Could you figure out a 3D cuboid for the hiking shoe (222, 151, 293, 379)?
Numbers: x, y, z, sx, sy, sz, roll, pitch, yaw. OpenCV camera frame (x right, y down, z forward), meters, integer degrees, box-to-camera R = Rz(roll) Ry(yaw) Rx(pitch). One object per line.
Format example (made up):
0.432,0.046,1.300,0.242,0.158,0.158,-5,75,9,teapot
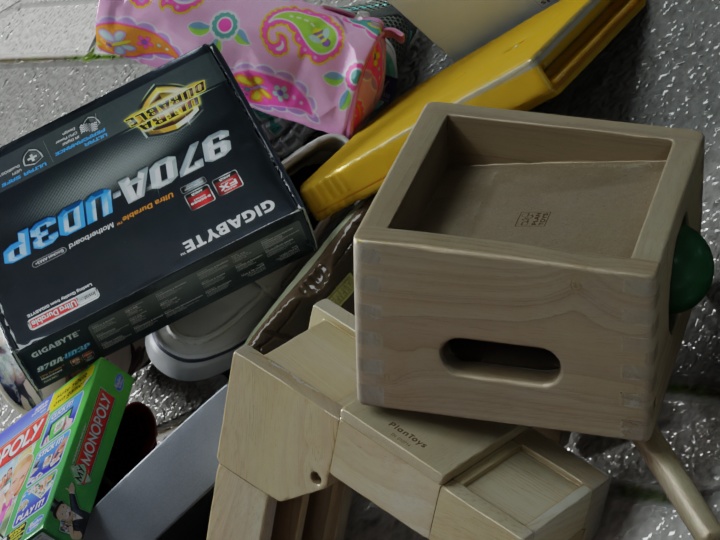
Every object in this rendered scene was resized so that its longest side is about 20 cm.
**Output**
-0.075,-0.006,1.765,0.087,0.074,0.200,-39,33,21,hiking shoe

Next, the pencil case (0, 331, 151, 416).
-0.184,0.040,1.771,0.077,0.090,0.200,-14,5,11,pencil case

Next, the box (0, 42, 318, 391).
-0.146,-0.036,1.662,0.199,0.046,0.159,-26,53,-3,box

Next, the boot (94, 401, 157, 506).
-0.172,0.119,1.723,0.144,0.072,0.200,-49,15,21,boot

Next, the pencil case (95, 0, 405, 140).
-0.075,-0.153,1.758,0.087,0.199,0.088,20,-90,-82,pencil case

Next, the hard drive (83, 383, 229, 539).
-0.094,0.128,1.597,0.200,0.135,0.042,-44,73,31,hard drive

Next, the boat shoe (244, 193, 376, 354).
0.000,0.000,1.668,0.200,0.072,0.076,-40,7,-3,boat shoe

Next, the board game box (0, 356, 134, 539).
-0.220,0.151,1.637,0.200,0.029,0.135,-36,29,40,board game box

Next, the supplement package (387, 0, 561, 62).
0.062,-0.281,1.757,0.147,0.200,0.192,-31,35,30,supplement package

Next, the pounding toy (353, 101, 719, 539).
0.108,0.024,1.402,0.199,0.143,0.184,7,32,14,pounding toy

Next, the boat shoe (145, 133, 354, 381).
-0.065,-0.013,1.694,0.200,0.072,0.066,-43,-20,-33,boat shoe

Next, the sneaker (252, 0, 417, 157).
-0.034,-0.140,1.877,0.199,0.078,0.091,-14,30,42,sneaker

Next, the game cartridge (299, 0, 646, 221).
0.068,-0.107,1.660,0.200,0.033,0.176,-30,9,34,game cartridge

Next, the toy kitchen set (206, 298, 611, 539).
0.045,0.128,1.489,0.200,0.181,0.163,31,39,28,toy kitchen set
